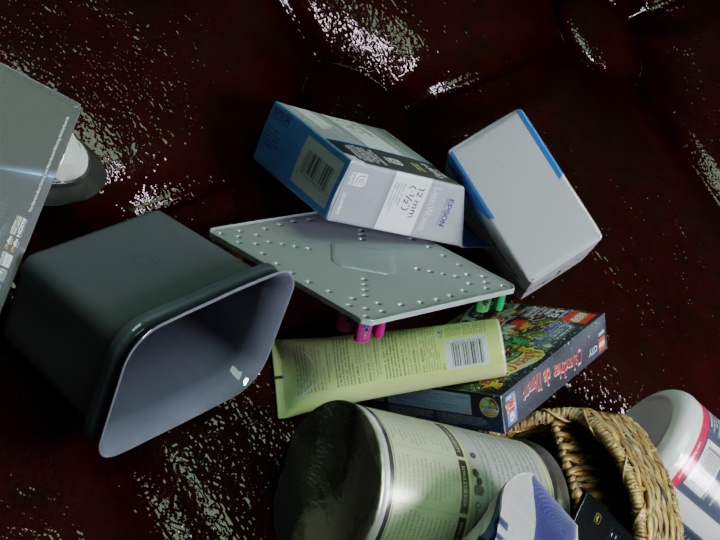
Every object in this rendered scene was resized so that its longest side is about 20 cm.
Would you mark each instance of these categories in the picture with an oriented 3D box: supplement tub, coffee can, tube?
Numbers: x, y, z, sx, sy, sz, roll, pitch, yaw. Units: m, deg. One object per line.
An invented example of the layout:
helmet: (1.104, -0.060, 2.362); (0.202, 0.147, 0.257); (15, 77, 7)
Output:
supplement tub: (0.330, 0.223, 1.693); (0.200, 0.140, 0.140); (40, 41, -14)
coffee can: (0.051, 0.194, 1.445); (0.200, 0.146, 0.147); (16, 51, -35)
tube: (0.024, 0.079, 1.517); (0.058, 0.200, 0.052); (-101, -177, -73)

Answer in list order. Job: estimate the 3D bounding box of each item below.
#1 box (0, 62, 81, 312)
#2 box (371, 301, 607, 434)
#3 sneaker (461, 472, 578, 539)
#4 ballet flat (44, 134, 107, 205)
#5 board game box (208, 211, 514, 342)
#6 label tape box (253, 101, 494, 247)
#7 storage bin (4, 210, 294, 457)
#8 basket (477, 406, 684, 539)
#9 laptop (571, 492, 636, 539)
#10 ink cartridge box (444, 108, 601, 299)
box: (-0.316, -0.067, 1.309); (0.160, 0.044, 0.200); (28, 73, -27)
box: (0.119, 0.084, 1.605); (0.200, 0.136, 0.038); (-32, 120, -50)
sneaker: (0.084, 0.237, 1.335); (0.081, 0.115, 0.199); (50, 32, -4)
ballet flat: (-0.272, -0.088, 1.411); (0.200, 0.068, 0.068); (-7, 64, -46)
board game box: (0.000, 0.000, 1.550); (0.200, 0.026, 0.200); (29, 26, 36)
label tape box: (0.022, -0.086, 1.639); (0.200, 0.066, 0.143); (9, 20, -37)
storage bin: (-0.173, 0.042, 1.372); (0.134, 0.146, 0.200); (36, 33, 23)
basket: (0.186, 0.221, 1.557); (0.149, 0.143, 0.200); (13, 53, -38)
laptop: (0.231, 0.308, 1.414); (0.200, 0.103, 0.177); (45, 62, -35)
ink cartridge box: (0.152, -0.059, 1.694); (0.146, 0.084, 0.200); (57, -1, 5)
